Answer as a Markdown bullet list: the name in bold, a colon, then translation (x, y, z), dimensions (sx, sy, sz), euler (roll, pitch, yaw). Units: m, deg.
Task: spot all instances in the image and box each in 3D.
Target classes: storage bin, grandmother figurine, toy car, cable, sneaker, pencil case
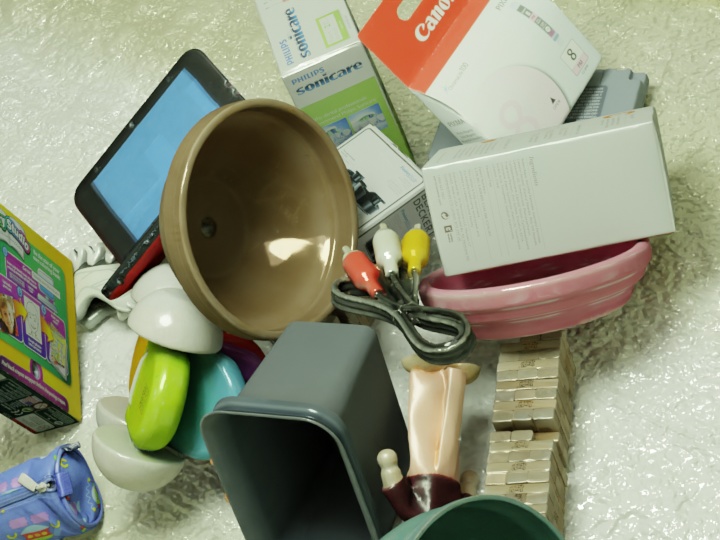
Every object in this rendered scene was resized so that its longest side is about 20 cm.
- **storage bin**: translation (-0.036, 0.143, 1.401), dimensions (0.145, 0.201, 0.135), euler (2, 40, 26)
- **grandmother figurine**: translation (0.059, 0.169, 1.381), dimensions (0.060, 0.121, 0.201), euler (-22, 60, 48)
- **toy car**: translation (-0.147, 0.101, 1.516), dimensions (0.200, 0.149, 0.176), euler (-115, 43, -75)
- **cable**: translation (0.028, 0.020, 1.392), dimensions (0.097, 0.051, 0.200), euler (-20, 25, -4)
- **sneaker**: translation (-0.201, 0.008, 1.688), dimensions (0.199, 0.075, 0.081), euler (-13, 53, 26)
- **pencil case**: translation (-0.331, 0.218, 1.543), dimensions (0.199, 0.087, 0.078), euler (-19, 69, 11)

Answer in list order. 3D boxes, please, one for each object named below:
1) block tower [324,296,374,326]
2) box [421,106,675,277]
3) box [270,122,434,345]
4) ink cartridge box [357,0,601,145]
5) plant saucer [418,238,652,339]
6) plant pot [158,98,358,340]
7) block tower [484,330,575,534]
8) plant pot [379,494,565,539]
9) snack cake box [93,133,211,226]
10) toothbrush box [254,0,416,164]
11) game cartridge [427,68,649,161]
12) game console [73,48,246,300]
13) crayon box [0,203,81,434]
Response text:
- **block tower**: translation (0.000, 0.000, 1.603), dimensions (0.058, 0.054, 0.201), euler (11, 57, 32)
- **box**: translation (0.165, -0.070, 1.487), dimensions (0.199, 0.098, 0.124), euler (-11, 9, 12)
- **box**: translation (-0.032, -0.034, 1.567), dimensions (0.200, 0.060, 0.117), euler (-37, 45, -8)
- **ink cartridge box**: translation (0.115, -0.204, 1.587), dimensions (0.057, 0.200, 0.163), euler (-9, 42, 55)
- **plant saucer**: translation (0.150, 0.014, 1.463), dimensions (0.199, 0.051, 0.201), euler (-13, 9, 2)
- **plant pot**: translation (-0.101, -0.039, 1.451), dimensions (0.092, 0.201, 0.201), euler (-7, 45, 45)
- **block tower**: translation (0.137, 0.145, 1.393), dimensions (0.054, 0.058, 0.201), euler (-6, 46, 20)
- **plant pot**: translation (0.056, 0.270, 1.250), dimensions (0.134, 0.200, 0.201), euler (-17, 38, 49)
- **snack cake box**: translation (-0.147, -0.073, 1.697), dimensions (0.199, 0.115, 0.067), euler (2, 52, 28)
- **toothbrush box**: translation (-0.020, -0.172, 1.665), dimensions (0.086, 0.200, 0.146), euler (-24, 43, 4)
- **game cartridge**: translation (0.169, -0.135, 1.658), dimensions (0.199, 0.041, 0.134), euler (1, 47, 27)
- **game console**: translation (-0.191, -0.093, 1.587), dimensions (0.200, 0.119, 0.172), euler (-50, 0, 13)
- **crayon box**: translation (-0.330, 0.037, 1.593), dimensions (0.058, 0.200, 0.173), euler (-15, 64, 13)
